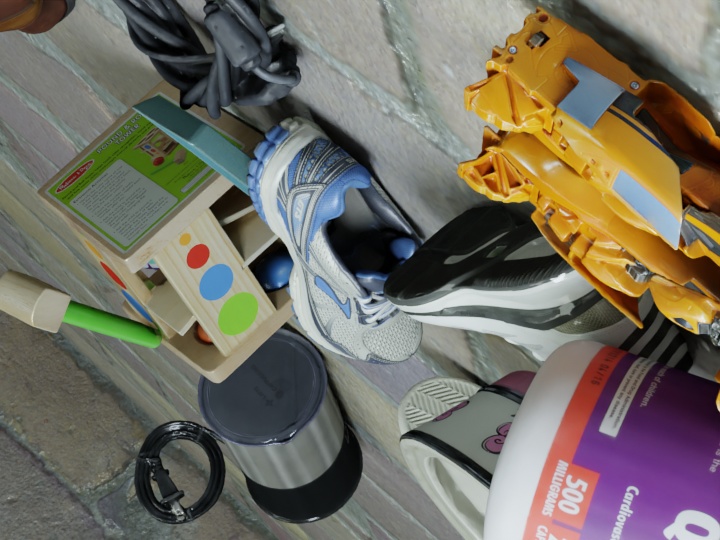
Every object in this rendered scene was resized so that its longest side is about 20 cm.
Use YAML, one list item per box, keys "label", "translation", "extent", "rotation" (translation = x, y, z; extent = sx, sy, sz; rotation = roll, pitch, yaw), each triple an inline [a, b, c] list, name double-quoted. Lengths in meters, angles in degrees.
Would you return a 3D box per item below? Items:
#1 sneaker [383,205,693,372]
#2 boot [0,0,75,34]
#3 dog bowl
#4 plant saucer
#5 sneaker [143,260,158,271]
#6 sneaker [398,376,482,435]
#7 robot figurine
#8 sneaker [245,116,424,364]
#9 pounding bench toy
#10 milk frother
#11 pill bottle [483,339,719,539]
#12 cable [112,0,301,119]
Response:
- label: "sneaker"
  translation: [0.088, 0.033, 0.822]
  extent: [0.115, 0.076, 0.200]
  rotation: [52, 163, -16]
- label: "boot"
  translation: [-0.288, -0.154, 1.145]
  extent: [0.068, 0.200, 0.188]
  rotation: [48, 166, -9]
- label: "dog bowl"
  translation: [0.116, 0.135, 0.880]
  extent: [0.200, 0.074, 0.200]
  rotation: [44, 168, 12]
- label: "plant saucer"
  translation: [-0.057, -0.049, 1.040]
  extent: [0.070, 0.019, 0.200]
  rotation: [33, 176, 45]
- label: "sneaker"
  translation: [-0.158, -0.012, 1.439]
  extent: [0.200, 0.074, 0.088]
  rotation: [30, 164, 47]
- label: "sneaker"
  translation: [0.105, 0.153, 1.112]
  extent: [0.200, 0.075, 0.085]
  rotation: [40, 160, 25]
- label: "robot figurine"
  translation: [0.126, -0.006, 0.635]
  extent: [0.200, 0.058, 0.145]
  rotation: [43, 167, 15]
- label: "sneaker"
  translation: [0.000, 0.000, 1.001]
  extent: [0.085, 0.077, 0.200]
  rotation: [28, 158, 41]
- label: "pounding bench toy"
  translation: [-0.141, 0.002, 1.155]
  extent: [0.124, 0.200, 0.156]
  rotation: [32, 160, 44]
- label: "milk frother"
  translation: [-0.121, 0.154, 1.530]
  extent: [0.180, 0.200, 0.188]
  rotation: [43, 166, 29]
- label: "pill bottle"
  translation: [0.159, 0.109, 0.690]
  extent: [0.200, 0.113, 0.113]
  rotation: [19, 157, 19]
- label: "cable"
  translation: [-0.115, -0.158, 0.936]
  extent: [0.163, 0.051, 0.200]
  rotation: [50, 167, -21]
